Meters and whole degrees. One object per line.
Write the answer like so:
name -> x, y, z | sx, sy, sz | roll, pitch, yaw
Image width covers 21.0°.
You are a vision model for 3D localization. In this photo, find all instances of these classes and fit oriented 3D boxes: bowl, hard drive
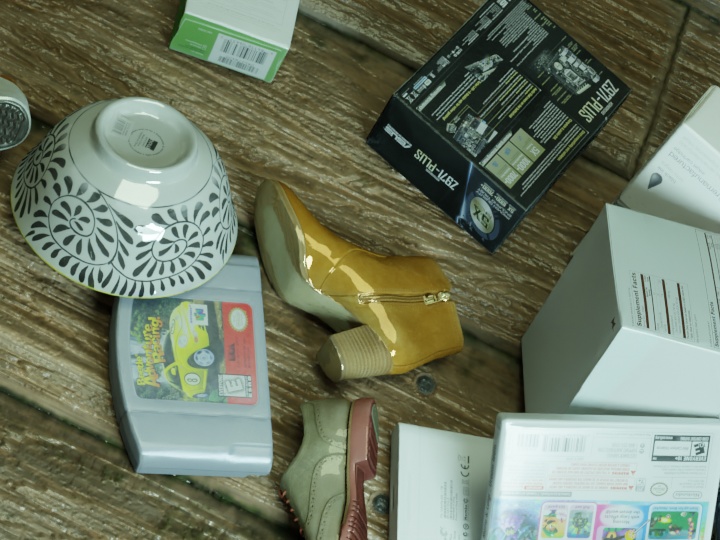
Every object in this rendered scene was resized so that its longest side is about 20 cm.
bowl -> -0.189, -0.083, 1.634 | 0.199, 0.095, 0.202 | 12, 45, -12
hard drive -> 0.121, 0.210, 1.659 | 0.198, 0.027, 0.133 | 11, 59, -15

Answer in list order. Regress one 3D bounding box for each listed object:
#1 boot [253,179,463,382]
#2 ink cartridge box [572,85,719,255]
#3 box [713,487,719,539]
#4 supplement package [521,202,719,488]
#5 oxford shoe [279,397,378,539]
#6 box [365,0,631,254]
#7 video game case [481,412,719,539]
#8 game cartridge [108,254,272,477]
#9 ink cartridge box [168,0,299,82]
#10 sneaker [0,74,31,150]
boot -> 0.001, 0.000, 1.711 | 0.143, 0.071, 0.203 | -15, 72, -34
ink cartridge box -> 0.308, -0.043, 1.762 | 0.146, 0.200, 0.083 | 41, 44, 5
box -> 0.416, 0.278, 1.647 | 0.198, 0.124, 0.199 | -1, 85, -22
supplement package -> 0.267, 0.077, 1.678 | 0.198, 0.192, 0.148 | 15, 45, -15
oxford shoe -> -0.031, 0.199, 1.594 | 0.074, 0.071, 0.202 | 3, 59, 11
box -> 0.131, -0.146, 1.825 | 0.163, 0.086, 0.200 | 40, 56, 4
video game case -> 0.198, 0.209, 1.610 | 0.198, 0.024, 0.184 | 3, 104, -14
game cartridge -> -0.144, 0.074, 1.626 | 0.132, 0.041, 0.202 | 2, 61, -16
ink cartridge box -> -0.106, -0.285, 1.825 | 0.103, 0.059, 0.202 | 18, 57, -12
sneaker -> -0.382, -0.134, 1.640 | 0.198, 0.073, 0.085 | -2, 32, -16
